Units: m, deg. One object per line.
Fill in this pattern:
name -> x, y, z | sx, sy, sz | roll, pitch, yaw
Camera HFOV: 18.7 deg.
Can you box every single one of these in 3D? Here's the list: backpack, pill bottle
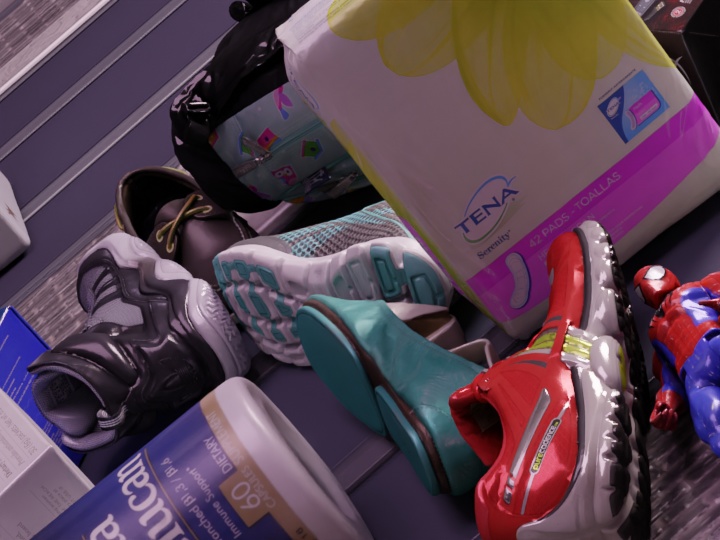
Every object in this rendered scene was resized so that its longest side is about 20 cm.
backpack -> -0.003, -0.124, 1.336 | 0.199, 0.127, 0.167 | -24, 32, 34
pill bottle -> -0.100, 0.152, 1.031 | 0.200, 0.111, 0.111 | -39, 25, 2

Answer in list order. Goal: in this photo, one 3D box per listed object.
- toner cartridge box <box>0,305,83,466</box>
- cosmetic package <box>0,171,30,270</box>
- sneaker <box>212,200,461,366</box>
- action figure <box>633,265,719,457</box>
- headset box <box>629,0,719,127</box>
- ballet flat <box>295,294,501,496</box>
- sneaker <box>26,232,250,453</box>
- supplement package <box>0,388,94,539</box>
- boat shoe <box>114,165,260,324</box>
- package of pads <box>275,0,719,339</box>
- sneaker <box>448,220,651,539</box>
toner cartridge box -> -0.224, 0.123, 1.271 | 0.043, 0.095, 0.200 | -23, 29, 34
cosmetic package -> -0.387, -0.041, 1.680 | 0.200, 0.168, 0.166 | -38, 24, 1
sneaker -> 0.000, 0.000, 1.214 | 0.199, 0.078, 0.091 | -1, 29, 49
action figure -> 0.152, 0.044, 0.928 | 0.066, 0.051, 0.200 | -61, 18, 17
headset box -> 0.142, -0.160, 1.207 | 0.199, 0.077, 0.149 | 13, 54, 42
ballet flat -> 0.030, 0.053, 1.085 | 0.070, 0.068, 0.200 | -24, 24, -12
sneaker -> -0.153, 0.043, 1.305 | 0.114, 0.076, 0.200 | -33, 25, -19
supplement package -> -0.210, 0.180, 1.127 | 0.200, 0.120, 0.121 | -44, 26, -9
boat shoe -> -0.109, -0.018, 1.383 | 0.072, 0.061, 0.201 | -43, 25, -8
package of pads -> 0.071, -0.082, 1.076 | 0.154, 0.200, 0.068 | -37, 19, 5
sneaker -> 0.081, 0.047, 0.972 | 0.084, 0.077, 0.200 | -10, 33, 14
